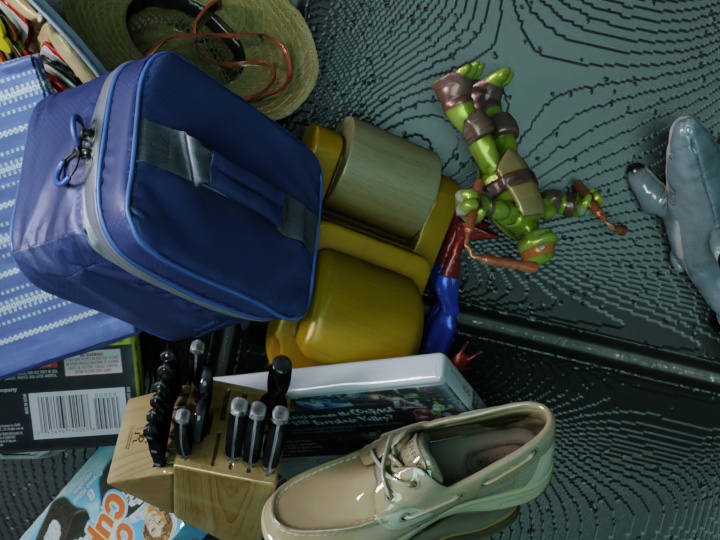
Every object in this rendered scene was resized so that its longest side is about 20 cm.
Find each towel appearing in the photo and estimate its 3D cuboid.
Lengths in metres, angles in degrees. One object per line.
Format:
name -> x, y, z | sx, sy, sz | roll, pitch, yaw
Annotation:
towel -> -0.242, -0.028, 0.718 | 0.142, 0.024, 0.203 | -18, 105, 4

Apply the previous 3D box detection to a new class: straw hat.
straw hat -> -0.136, -0.160, 0.802 | 0.200, 0.202, 0.085 | 36, 139, -2

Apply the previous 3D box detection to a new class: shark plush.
shark plush -> 0.257, -0.015, 0.802 | 0.089, 0.083, 0.204 | -6, 97, 4

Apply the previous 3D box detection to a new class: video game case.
video game case -> -0.257, 0.040, 0.759 | 0.195, 0.026, 0.185 | -4, 103, -2
video game case -> 0.005, 0.118, 0.775 | 0.196, 0.182, 0.024 | -8, 55, 26

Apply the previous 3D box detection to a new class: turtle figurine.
turtle figurine -> 0.115, -0.069, 0.794 | 0.064, 0.198, 0.164 | -33, 72, 45

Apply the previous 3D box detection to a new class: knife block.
knife block -> -0.074, 0.121, 0.714 | 0.173, 0.065, 0.200 | -14, 142, 34

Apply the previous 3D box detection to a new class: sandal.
sandal -> 0.024, 0.168, 0.730 | 0.197, 0.080, 0.055 | -13, 100, -29

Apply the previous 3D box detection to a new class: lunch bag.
lunch bag -> -0.115, -0.046, 0.675 | 0.130, 0.199, 0.139 | -11, 67, 32

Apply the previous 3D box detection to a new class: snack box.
snack box -> -0.218, 0.233, 0.858 | 0.200, 0.037, 0.116 | -48, 54, 8

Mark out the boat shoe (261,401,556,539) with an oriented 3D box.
boat shoe -> 0.031, 0.128, 0.675 | 0.196, 0.073, 0.066 | -12, 138, -9

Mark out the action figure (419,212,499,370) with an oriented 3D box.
action figure -> 0.059, 0.059, 0.832 | 0.051, 0.066, 0.203 | 18, 102, -12

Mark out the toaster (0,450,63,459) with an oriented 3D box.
toaster -> -0.290, 0.071, 0.834 | 0.195, 0.114, 0.132 | 0, 100, 0

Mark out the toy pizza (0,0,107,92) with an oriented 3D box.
toy pizza -> -0.236, -0.152, 0.761 | 0.200, 0.200, 0.032 | 43, 75, -2

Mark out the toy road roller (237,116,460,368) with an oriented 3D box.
toy road roller -> 0.000, 0.000, 0.778 | 0.121, 0.146, 0.203 | 19, 96, -19
